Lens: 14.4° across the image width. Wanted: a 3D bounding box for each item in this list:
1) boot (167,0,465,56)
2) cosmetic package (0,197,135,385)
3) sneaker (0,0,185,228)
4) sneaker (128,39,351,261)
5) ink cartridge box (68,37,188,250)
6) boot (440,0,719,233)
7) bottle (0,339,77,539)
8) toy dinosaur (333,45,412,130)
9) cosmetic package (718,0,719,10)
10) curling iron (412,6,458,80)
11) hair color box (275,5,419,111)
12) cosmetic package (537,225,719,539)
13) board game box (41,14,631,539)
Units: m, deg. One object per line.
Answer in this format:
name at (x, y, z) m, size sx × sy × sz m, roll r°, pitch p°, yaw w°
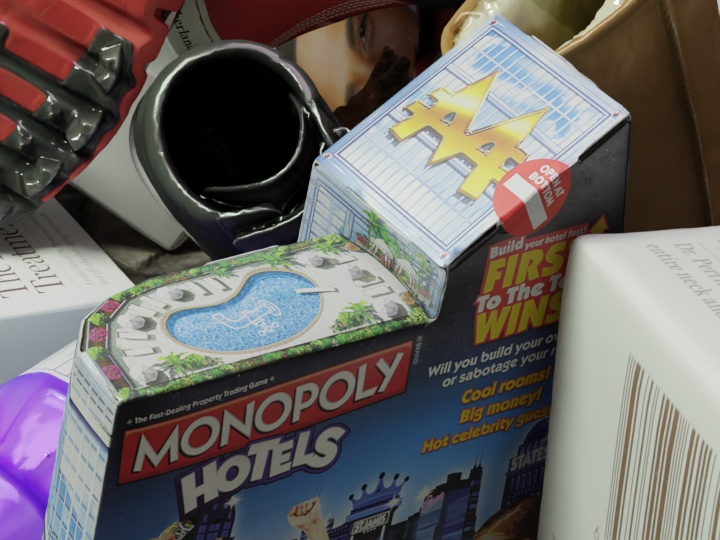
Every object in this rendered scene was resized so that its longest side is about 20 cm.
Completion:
boot at (0.022, -0.146, 1.076) m, size 0.144 × 0.073 × 0.200 m, roll -10°, pitch 28°, yaw 25°
cosmetic package at (-0.183, -0.001, 1.013) m, size 0.150 × 0.052 × 0.200 m, roll -11°, pitch 28°, yaw -25°
sneaker at (-0.094, -0.099, 0.981) m, size 0.071 × 0.201 × 0.098 m, roll 33°, pitch 11°, yaw -8°
sneaker at (0.000, 0.000, 0.923) m, size 0.200 × 0.071 × 0.099 m, roll 41°, pitch -4°, yaw 6°
ink cartridge box at (-0.123, -0.112, 1.150) m, size 0.144 × 0.084 × 0.200 m, roll 35°, pitch 11°, yaw -27°
boot at (0.110, -0.032, 0.887) m, size 0.066 × 0.200 × 0.175 m, roll 16°, pitch 48°, yaw 36°
bottle at (-0.085, 0.067, 0.839) m, size 0.065 × 0.084 × 0.200 m, roll 26°, pitch 31°, yaw 20°
toy dinosaur at (0.002, -0.017, 1.050) m, size 0.135 × 0.086 × 0.200 m, roll -30°, pitch 32°, yaw -33°
cosmetic package at (0.236, -0.054, 1.166) m, size 0.107 × 0.085 × 0.200 m, roll -17°, pitch 32°, yaw -41°
curling iron at (0.042, -0.104, 1.074) m, size 0.049 × 0.026 × 0.200 m, roll -25°, pitch 23°, yaw 16°
hair color box at (0.050, -0.074, 1.156) m, size 0.061 × 0.102 × 0.200 m, roll -17°, pitch 31°, yaw -38°
cosmetic package at (0.166, 0.090, 0.736) m, size 0.199 × 0.167 × 0.167 m, roll -4°, pitch 26°, yaw -17°
board game box at (-0.004, 0.037, 0.772) m, size 0.200 × 0.200 × 0.062 m, roll -14°, pitch 39°, yaw -36°
